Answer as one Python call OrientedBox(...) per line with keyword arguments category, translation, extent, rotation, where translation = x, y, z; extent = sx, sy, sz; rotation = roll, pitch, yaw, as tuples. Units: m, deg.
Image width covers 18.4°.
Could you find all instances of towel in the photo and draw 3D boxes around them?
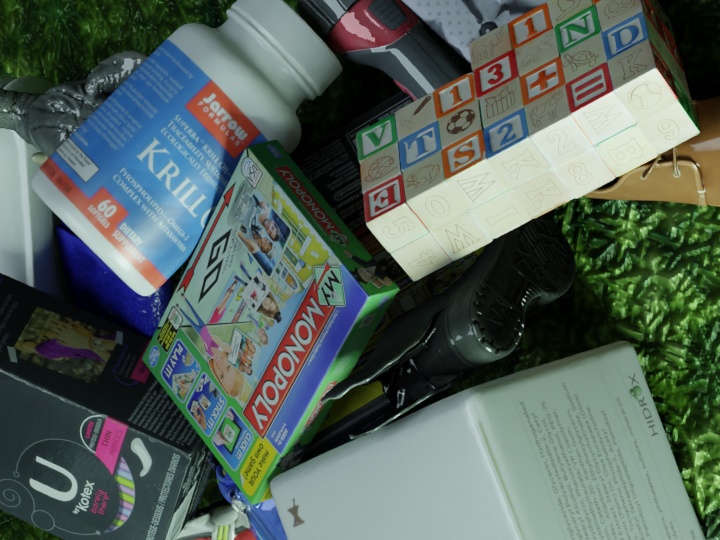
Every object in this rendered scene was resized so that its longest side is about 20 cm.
OrientedBox(category="towel", translation=(-0.176, 0.062, 1.669), extent=(0.148, 0.049, 0.201), rotation=(33, 138, 55))

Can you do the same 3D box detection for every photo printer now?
OrientedBox(category="photo printer", translation=(-0.259, -0.047, 1.706), extent=(0.069, 0.166, 0.202), rotation=(-1, 99, 9))

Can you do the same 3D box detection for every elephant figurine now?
OrientedBox(category="elephant figurine", translation=(-0.168, -0.090, 1.566), extent=(0.155, 0.199, 0.142), rotation=(-45, 40, 34))

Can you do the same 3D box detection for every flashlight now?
OrientedBox(category="flashlight", translation=(0.044, -0.116, 1.452), extent=(0.068, 0.068, 0.200), rotation=(-43, 84, 22))

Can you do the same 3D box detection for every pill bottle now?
OrientedBox(category="pill bottle", translation=(-0.110, -0.090, 1.453), extent=(0.200, 0.112, 0.112), rotation=(-46, 61, -3))

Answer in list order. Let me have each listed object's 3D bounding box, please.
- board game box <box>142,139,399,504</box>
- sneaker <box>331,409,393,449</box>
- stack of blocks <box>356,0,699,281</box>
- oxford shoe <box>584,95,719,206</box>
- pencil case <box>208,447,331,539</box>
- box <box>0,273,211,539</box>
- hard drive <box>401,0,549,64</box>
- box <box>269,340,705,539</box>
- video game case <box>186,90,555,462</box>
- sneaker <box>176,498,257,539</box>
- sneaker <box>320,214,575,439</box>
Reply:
OrientedBox(category="board game box", translation=(-0.062, 0.035, 1.424), extent=(0.135, 0.029, 0.201), rotation=(50, 132, 25))
OrientedBox(category="sneaker", translation=(-0.050, 0.061, 1.592), extent=(0.200, 0.066, 0.079), rotation=(41, 127, 25))
OrientedBox(category="stack of blocks", translation=(0.096, -0.091, 1.344), extent=(0.199, 0.059, 0.116), rotation=(-28, 38, 18))
OrientedBox(category="oxford shoe", translation=(0.194, -0.069, 1.338), extent=(0.199, 0.071, 0.072), rotation=(-8, 91, 42))
OrientedBox(category="pencil case", translation=(-0.023, 0.192, 1.532), extent=(0.078, 0.087, 0.201), rotation=(-10, 117, 53))
OrientedBox(category="box", translation=(-0.205, 0.108, 1.581), extent=(0.199, 0.106, 0.123), rotation=(23, 123, 6))
OrientedBox(category="hard drive", translation=(0.105, -0.227, 1.377), extent=(0.135, 0.042, 0.200), rotation=(42, 118, 7))
OrientedBox(category="box", translation=(0.089, 0.178, 1.412), extent=(0.198, 0.171, 0.201), rotation=(-27, 80, 43))
OrientedBox(category="video game case", translation=(0.000, 0.000, 1.485), extent=(0.199, 0.026, 0.181), rotation=(-31, 73, 2))
OrientedBox(category="sneaker", translation=(-0.088, 0.212, 1.654), extent=(0.199, 0.077, 0.085), rotation=(-22, 88, 44))
OrientedBox(category="sneaker", translation=(0.059, 0.032, 1.390), extent=(0.104, 0.200, 0.060), rotation=(-30, 99, 32))
